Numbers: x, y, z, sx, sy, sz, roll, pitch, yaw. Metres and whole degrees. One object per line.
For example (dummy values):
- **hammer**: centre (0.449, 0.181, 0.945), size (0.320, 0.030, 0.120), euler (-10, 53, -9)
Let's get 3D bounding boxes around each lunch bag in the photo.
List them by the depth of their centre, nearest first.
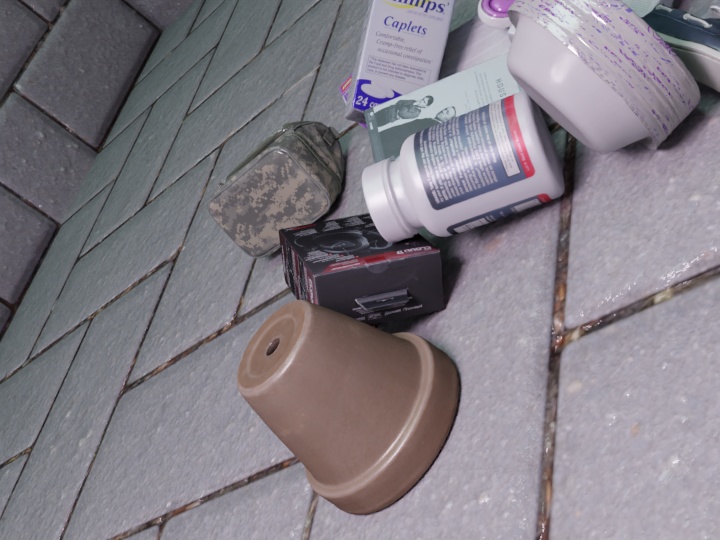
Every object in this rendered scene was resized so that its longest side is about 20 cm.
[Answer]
- **lunch bag**: centre (-0.125, -0.136, 1.595), size (0.200, 0.139, 0.168), euler (-35, 14, 31)

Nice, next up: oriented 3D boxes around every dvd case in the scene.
- **dvd case**: centre (0.109, -0.159, 1.197), size (0.199, 0.025, 0.151), euler (-19, 66, 18)

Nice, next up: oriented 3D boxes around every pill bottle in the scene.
- **pill bottle**: centre (0.109, -0.105, 1.099), size (0.199, 0.120, 0.120), euler (-19, 37, 19)

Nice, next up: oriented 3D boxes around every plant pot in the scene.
- **plant pot**: centre (-0.026, 0.120, 1.039), size (0.200, 0.174, 0.201), euler (-39, 27, 25)

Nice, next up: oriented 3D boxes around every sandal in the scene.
- **sandal**: centre (0.242, -0.350, 1.243), size (0.202, 0.050, 0.083), euler (-24, 58, -7)

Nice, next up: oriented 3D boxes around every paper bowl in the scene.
- **paper bowl**: centre (0.223, -0.195, 0.989), size (0.104, 0.200, 0.201), euler (-48, 26, 9)

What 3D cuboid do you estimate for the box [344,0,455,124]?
- **box**: centre (0.052, -0.294, 1.348), size (0.184, 0.104, 0.201), euler (-131, 53, -83)

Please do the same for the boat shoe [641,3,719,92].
- **boat shoe**: centre (0.335, -0.212, 0.966), size (0.062, 0.075, 0.200), euler (-47, 31, -1)

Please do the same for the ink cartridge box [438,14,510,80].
- **ink cartridge box**: centre (0.164, -0.251, 1.300), size (0.162, 0.050, 0.201), euler (-25, 48, 42)

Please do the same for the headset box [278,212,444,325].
- **headset box**: centre (0.000, 0.000, 1.175), size (0.148, 0.078, 0.200), euler (-12, 23, -14)

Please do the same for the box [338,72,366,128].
- **box**: centre (0.052, -0.337, 1.653), size (0.200, 0.039, 0.137), euler (-46, 27, 15)

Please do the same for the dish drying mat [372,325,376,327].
- **dish drying mat**: centre (-0.047, 0.078, 1.308), size (0.077, 0.018, 0.200), euler (-55, 25, -7)

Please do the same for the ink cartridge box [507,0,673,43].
- **ink cartridge box**: centre (0.286, -0.321, 1.161), size (0.160, 0.047, 0.200), euler (23, 73, 39)
